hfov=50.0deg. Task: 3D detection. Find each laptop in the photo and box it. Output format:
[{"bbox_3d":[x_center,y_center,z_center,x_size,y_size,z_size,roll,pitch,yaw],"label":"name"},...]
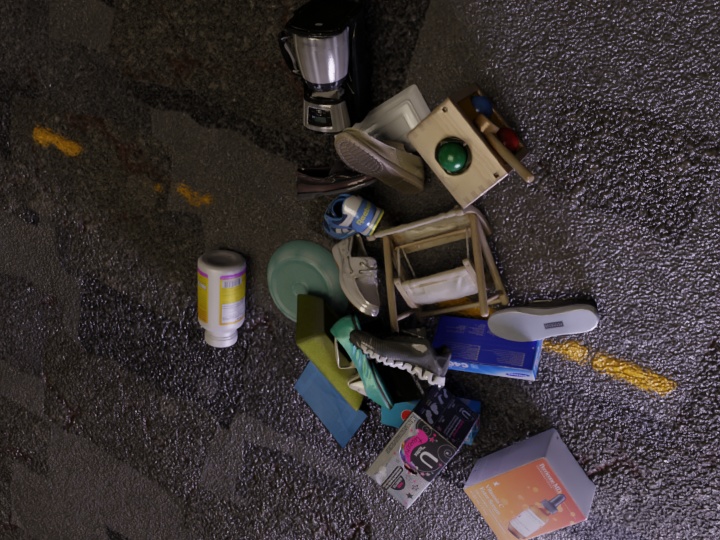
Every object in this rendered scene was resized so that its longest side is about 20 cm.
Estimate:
[{"bbox_3d":[-0.080,0.265,1.640,0.116,0.200,0.187,-43,68,1],"label":"laptop"},{"bbox_3d":[0.052,0.163,1.530,0.200,0.103,0.178,-21,102,50],"label":"laptop"}]

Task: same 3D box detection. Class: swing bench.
[{"bbox_3d":[0.144,-0.006,1.432,0.198,0.130,0.201,-13,92,31],"label":"swing bench"}]

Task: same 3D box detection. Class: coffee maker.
[{"bbox_3d":[-0.037,-0.367,1.362,0.134,0.192,0.201,33,145,34],"label":"coffee maker"}]

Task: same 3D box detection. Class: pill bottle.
[{"bbox_3d":[-0.305,0.064,1.698,0.104,0.104,0.201,16,117,20],"label":"pill bottle"}]

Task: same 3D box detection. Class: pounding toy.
[{"bbox_3d":[0.198,-0.206,1.279,0.142,0.200,0.184,-38,92,33],"label":"pounding toy"}]

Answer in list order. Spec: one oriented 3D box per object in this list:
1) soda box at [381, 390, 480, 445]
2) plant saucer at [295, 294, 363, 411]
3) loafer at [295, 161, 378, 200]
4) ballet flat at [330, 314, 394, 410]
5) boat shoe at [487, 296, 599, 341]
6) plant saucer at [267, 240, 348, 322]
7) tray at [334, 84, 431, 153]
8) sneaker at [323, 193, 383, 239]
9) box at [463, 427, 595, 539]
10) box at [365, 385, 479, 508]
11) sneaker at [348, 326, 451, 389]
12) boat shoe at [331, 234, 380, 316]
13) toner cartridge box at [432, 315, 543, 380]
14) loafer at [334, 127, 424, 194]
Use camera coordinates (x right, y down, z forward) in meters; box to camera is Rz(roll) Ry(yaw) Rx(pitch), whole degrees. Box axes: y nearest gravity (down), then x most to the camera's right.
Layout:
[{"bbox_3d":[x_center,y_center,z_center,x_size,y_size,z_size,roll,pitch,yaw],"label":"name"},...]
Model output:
[{"bbox_3d":[0.145,0.294,1.596,0.199,0.064,0.068,9,115,23],"label":"soda box"},{"bbox_3d":[-0.049,0.150,1.540,0.048,0.200,0.200,-33,113,12],"label":"plant saucer"},{"bbox_3d":[-0.053,-0.179,1.479,0.199,0.072,0.063,-6,106,42],"label":"loafer"},{"bbox_3d":[-0.004,0.181,1.455,0.070,0.067,0.201,-23,101,4],"label":"ballet flat"},{"bbox_3d":[0.334,0.079,1.412,0.199,0.066,0.070,-11,118,25],"label":"boat shoe"},{"bbox_3d":[-0.120,0.036,1.636,0.199,0.036,0.201,10,114,23],"label":"plant saucer"},{"bbox_3d":[0.046,-0.251,1.441,0.199,0.022,0.108,-26,99,32],"label":"tray"},{"bbox_3d":[-0.031,-0.108,1.462,0.082,0.074,0.200,29,166,-22],"label":"sneaker"},{"bbox_3d":[0.335,0.432,1.535,0.200,0.106,0.153,-34,94,33],"label":"box"},{"bbox_3d":[0.121,0.342,1.511,0.114,0.132,0.201,37,123,9],"label":"box"},{"bbox_3d":[0.078,0.134,1.388,0.199,0.066,0.091,25,95,-10],"label":"sneaker"},{"bbox_3d":[0.000,0.000,1.489,0.069,0.071,0.201,-47,44,25],"label":"boat shoe"},{"bbox_3d":[0.238,0.146,1.466,0.199,0.095,0.043,5,148,25],"label":"toner cartridge box"},{"bbox_3d":[0.038,-0.206,1.394,0.199,0.069,0.075,28,153,-33],"label":"loafer"}]
